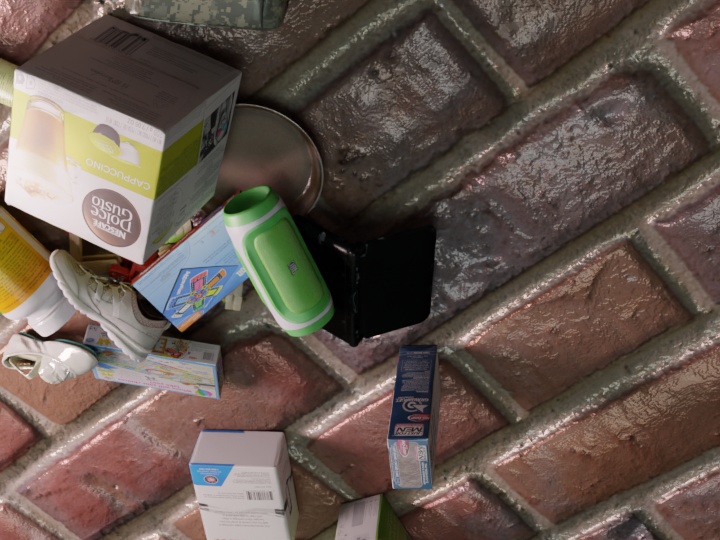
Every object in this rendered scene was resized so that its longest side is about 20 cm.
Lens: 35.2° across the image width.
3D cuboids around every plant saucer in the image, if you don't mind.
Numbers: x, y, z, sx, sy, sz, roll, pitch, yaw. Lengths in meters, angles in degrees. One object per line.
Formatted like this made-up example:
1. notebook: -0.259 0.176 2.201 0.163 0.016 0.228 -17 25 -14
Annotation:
1. plant saucer: -0.146 -0.141 1.530 0.199 0.032 0.201 4 126 5

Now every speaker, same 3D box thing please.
1. speaker: -0.109 -0.011 1.524 0.088 0.089 0.201 -17 117 19

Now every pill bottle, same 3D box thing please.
1. pill bottle: -0.500 0.000 1.630 0.111 0.111 0.200 -30 117 26

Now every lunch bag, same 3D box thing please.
1. lunch bag: -0.166 -0.378 1.292 0.199 0.140 0.168 8 127 1

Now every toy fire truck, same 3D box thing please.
1. toy fire truck: -0.370 -0.004 1.649 0.140 0.049 0.200 21 127 -8

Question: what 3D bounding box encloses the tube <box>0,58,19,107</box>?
1. tube: -0.469 -0.249 1.489 0.199 0.052 0.058 22 84 -4

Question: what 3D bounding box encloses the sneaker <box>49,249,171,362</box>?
1. sneaker: -0.356 0.035 1.616 0.082 0.075 0.200 -43 110 2

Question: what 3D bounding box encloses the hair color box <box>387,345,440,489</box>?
1. hair color box: 0.080 0.210 1.650 0.060 0.200 0.100 -1 126 9

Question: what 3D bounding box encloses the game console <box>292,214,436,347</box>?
1. game console: 0.000 0.000 1.602 0.175 0.116 0.201 29 143 24

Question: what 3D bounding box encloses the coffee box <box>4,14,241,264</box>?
1. coffee box: -0.293 -0.164 1.405 0.199 0.200 0.198 24 126 8

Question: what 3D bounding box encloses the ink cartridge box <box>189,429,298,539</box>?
1. ink cartridge box: -0.188 0.364 1.870 0.145 0.084 0.201 0 127 8

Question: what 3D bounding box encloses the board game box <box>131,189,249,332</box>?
1. board game box: -0.207 -0.011 1.567 0.200 0.019 0.103 -38 113 10

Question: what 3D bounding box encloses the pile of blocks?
1. pile of blocks: -0.234 -0.026 1.602 0.082 0.062 0.200 -29 114 6

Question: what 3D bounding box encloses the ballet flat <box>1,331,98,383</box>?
1. ballet flat: -0.470 0.138 1.706 0.199 0.069 0.070 6 133 40

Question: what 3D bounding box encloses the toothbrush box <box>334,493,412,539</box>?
1. toothbrush box: 0.036 0.499 1.902 0.086 0.146 0.200 -17 121 18

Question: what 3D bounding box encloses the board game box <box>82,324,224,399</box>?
1. board game box: -0.310 0.140 1.722 0.199 0.034 0.135 10 151 0
